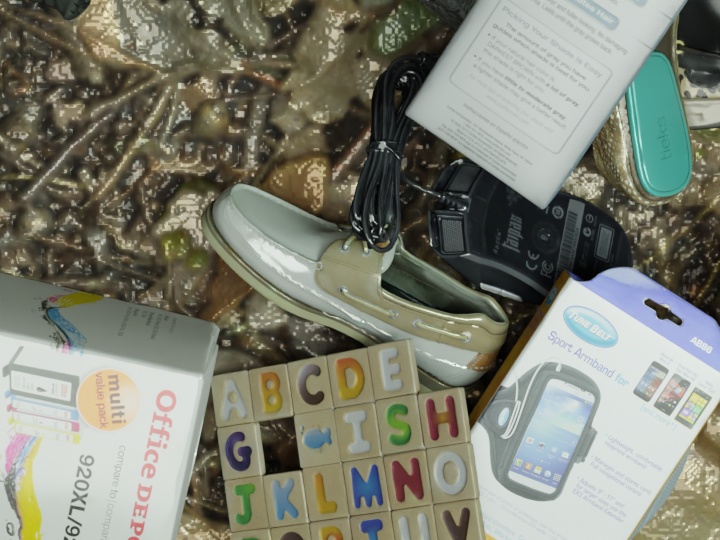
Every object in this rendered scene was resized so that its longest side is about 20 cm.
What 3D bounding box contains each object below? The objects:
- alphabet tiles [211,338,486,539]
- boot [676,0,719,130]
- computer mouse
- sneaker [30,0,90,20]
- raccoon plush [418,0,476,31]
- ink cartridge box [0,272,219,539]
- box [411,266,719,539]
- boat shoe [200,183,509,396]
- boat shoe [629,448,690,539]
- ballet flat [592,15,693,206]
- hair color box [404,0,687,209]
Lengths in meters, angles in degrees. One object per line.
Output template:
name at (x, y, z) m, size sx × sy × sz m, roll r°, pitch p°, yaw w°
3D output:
alphabet tiles at (-0.008, 0.133, 1.698) m, size 0.200 × 0.008 × 0.168 m, roll -12°, pitch 83°, yaw 40°
boot at (0.255, -0.170, 1.677) m, size 0.200 × 0.073 × 0.151 m, roll -8°, pitch 102°, yaw 8°
computer mouse at (0.079, -0.052, 1.712) m, size 0.200 × 0.046 × 0.141 m, roll 16°, pitch 68°, yaw -26°
sneaker at (-0.185, -0.254, 1.666) m, size 0.091 × 0.076 × 0.200 m, roll 15°, pitch 100°, yaw 6°
raccoon plush at (0.103, -0.195, 1.685) m, size 0.134 × 0.097 × 0.200 m, roll -50°, pitch 127°, yaw -3°
ink cartridge box at (-0.199, 0.094, 1.704) m, size 0.200 × 0.145 × 0.147 m, roll 12°, pitch 102°, yaw -2°
box at (0.132, 0.096, 1.682) m, size 0.119 × 0.041 × 0.200 m, roll 33°, pitch 95°, yaw -6°
boat shoe at (0.000, 0.000, 1.707) m, size 0.200 × 0.075 × 0.068 m, roll 32°, pitch 124°, yaw -9°
boat shoe at (0.138, 0.149, 1.751) m, size 0.062 × 0.072 × 0.200 m, roll 33°, pitch 89°, yaw 39°
ballet flat at (0.153, -0.138, 1.644) m, size 0.070 × 0.065 × 0.200 m, roll -7°, pitch 99°, yaw -27°
hair color box at (0.122, -0.147, 1.579) m, size 0.099 × 0.061 × 0.200 m, roll 35°, pitch 110°, yaw 4°
